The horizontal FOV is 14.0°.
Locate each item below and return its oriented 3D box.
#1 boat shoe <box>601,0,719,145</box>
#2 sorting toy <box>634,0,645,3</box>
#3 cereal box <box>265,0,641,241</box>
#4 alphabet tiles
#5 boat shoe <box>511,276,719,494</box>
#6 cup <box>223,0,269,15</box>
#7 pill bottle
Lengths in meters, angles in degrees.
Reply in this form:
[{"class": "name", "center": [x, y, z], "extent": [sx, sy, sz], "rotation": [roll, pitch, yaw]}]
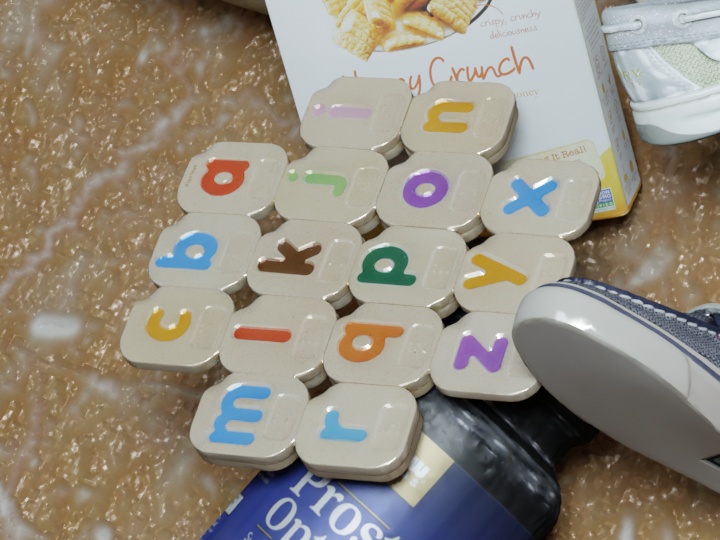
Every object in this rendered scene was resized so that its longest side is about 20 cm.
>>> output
[{"class": "boat shoe", "center": [0.202, -0.117, 1.237], "extent": [0.201, 0.074, 0.065], "rotation": [-23, 102, 3]}, {"class": "sorting toy", "center": [0.234, -0.142, 1.316], "extent": [0.200, 0.036, 0.185], "rotation": [-38, 61, 1]}, {"class": "cereal box", "center": [0.033, -0.111, 1.314], "extent": [0.143, 0.201, 0.040], "rotation": [-9, 22, 22]}, {"class": "alphabet tiles", "center": [0.000, 0.000, 1.249], "extent": [0.195, 0.015, 0.201], "rotation": [3, 56, 24]}, {"class": "boat shoe", "center": [0.153, 0.034, 1.193], "extent": [0.075, 0.200, 0.093], "rotation": [-16, 47, 55]}, {"class": "cup", "center": [-0.041, -0.203, 1.403], "extent": [0.200, 0.200, 0.143], "rotation": [-43, 83, 0]}, {"class": "pill bottle", "center": [0.014, 0.104, 1.254], "extent": [0.200, 0.112, 0.112], "rotation": [-49, 56, -3]}]
